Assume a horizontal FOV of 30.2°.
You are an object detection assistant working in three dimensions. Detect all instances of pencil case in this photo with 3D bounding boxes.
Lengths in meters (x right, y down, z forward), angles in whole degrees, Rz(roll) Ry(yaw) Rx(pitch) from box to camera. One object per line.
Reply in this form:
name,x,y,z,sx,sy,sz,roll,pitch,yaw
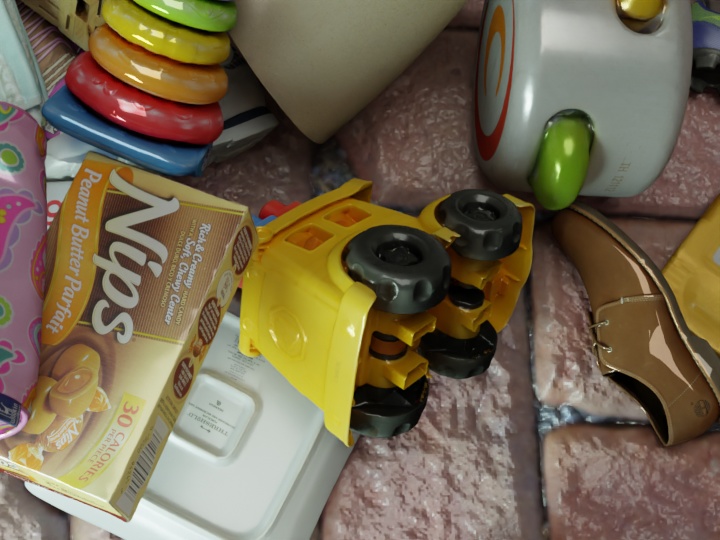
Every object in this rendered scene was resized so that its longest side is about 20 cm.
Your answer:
pencil case,-0.226,0.000,0.770,0.086,0.088,0.202,1,62,-6

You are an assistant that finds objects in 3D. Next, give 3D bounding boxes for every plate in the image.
plate,-0.104,0.106,0.938,0.198,0.032,0.201,26,68,5

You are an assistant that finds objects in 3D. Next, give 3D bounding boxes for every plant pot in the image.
plant pot,0.005,-0.224,0.956,0.199,0.187,0.189,-31,73,12

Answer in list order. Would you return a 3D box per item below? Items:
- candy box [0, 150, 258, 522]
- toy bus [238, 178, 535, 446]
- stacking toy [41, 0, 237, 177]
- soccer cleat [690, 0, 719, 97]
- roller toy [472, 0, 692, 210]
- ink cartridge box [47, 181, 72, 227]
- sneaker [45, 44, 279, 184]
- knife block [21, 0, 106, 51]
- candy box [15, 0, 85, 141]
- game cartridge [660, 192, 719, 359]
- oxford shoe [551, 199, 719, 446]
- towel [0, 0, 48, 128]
candy box,-0.155,0.038,0.820,0.114,0.055,0.202,19,69,11
toy bus,0.000,0.000,0.941,0.191,0.137,0.199,31,41,30
stacking toy,-0.116,-0.170,0.846,0.109,0.116,0.202,21,109,-6
soccer cleat,0.354,-0.174,1.081,0.198,0.065,0.085,11,65,-2
roller toy,0.165,-0.150,0.984,0.138,0.182,0.203,3,99,-7
ink cartridge box,-0.277,0.024,0.906,0.197,0.085,0.146,-3,67,1
sneaker,-0.153,-0.109,0.966,0.199,0.076,0.081,-22,88,-43
knife block,-0.174,-0.244,0.995,0.199,0.064,0.175,37,47,16
candy box,-0.263,-0.169,1.011,0.198,0.061,0.137,25,69,4
game cartridge,0.339,0.005,1.027,0.176,0.032,0.200,38,69,9
oxford shoe,0.193,0.037,0.980,0.071,0.071,0.201,-30,76,-11
towel,-0.325,-0.167,0.938,0.169,0.048,0.202,-20,91,6
